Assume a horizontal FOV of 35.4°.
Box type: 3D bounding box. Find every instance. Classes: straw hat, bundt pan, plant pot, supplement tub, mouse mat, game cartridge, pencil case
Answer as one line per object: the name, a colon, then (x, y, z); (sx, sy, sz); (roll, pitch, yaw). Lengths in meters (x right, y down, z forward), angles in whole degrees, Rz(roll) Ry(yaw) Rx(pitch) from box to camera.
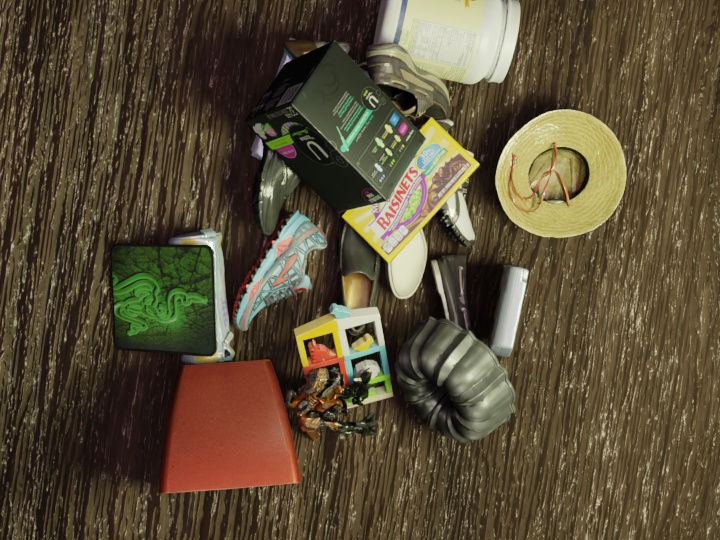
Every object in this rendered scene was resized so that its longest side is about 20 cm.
straw hat: (0.300, -0.147, 1.731); (0.197, 0.085, 0.205); (0, 93, 1)
bundt pan: (0.129, 0.172, 1.671); (0.076, 0.201, 0.203); (-39, 96, -30)
plant pot: (-0.193, 0.227, 1.662); (0.196, 0.200, 0.180); (-4, 82, -5)
supplement tub: (0.126, -0.360, 1.675); (0.196, 0.145, 0.148); (11, 92, -6)
mouse mat: (-0.293, 0.042, 1.672); (0.197, 0.007, 0.164); (1, 96, 31)
game cartridge: (0.218, 0.060, 1.678); (0.040, 0.200, 0.136); (8, 91, 6)
pencil case: (-0.237, 0.041, 1.690); (0.082, 0.090, 0.204); (-8, 92, -30)

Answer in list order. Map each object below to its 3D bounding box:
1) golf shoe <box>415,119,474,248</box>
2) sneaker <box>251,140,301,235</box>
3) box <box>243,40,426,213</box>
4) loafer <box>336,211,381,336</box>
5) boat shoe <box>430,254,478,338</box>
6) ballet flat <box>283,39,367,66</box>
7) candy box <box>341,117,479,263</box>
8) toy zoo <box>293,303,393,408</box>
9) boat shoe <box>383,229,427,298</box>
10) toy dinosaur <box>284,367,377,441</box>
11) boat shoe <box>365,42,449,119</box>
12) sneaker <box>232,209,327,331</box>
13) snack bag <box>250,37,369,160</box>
golf shoe: (0.143, -0.136, 1.722); (0.093, 0.078, 0.202); (-26, 96, -3)
sneaker: (-0.111, -0.150, 1.685); (0.089, 0.076, 0.204); (9, 98, -15)
box: (-0.035, -0.199, 1.608); (0.200, 0.148, 0.125); (43, 66, -23)
loafer: (0.000, 0.000, 1.718); (0.071, 0.072, 0.204); (-2, 93, -4)
boat shoe: (0.158, 0.074, 1.732); (0.056, 0.067, 0.204); (-14, 91, 2)
ballet flat: (-0.022, -0.291, 1.676); (0.200, 0.068, 0.072); (43, 114, -8)
candy box: (0.074, -0.119, 1.678); (0.102, 0.026, 0.200); (43, 96, 6)
toy zoo: (-0.025, 0.128, 1.694); (0.129, 0.021, 0.202); (-15, 128, -4)
boat shoe: (0.063, -0.061, 1.737); (0.066, 0.057, 0.204); (-3, 98, -17)
toy dinosaur: (-0.050, 0.197, 1.675); (0.133, 0.200, 0.104); (1, 78, -12)
boat shoe: (0.065, -0.259, 1.652); (0.074, 0.199, 0.075); (-1, 72, 36)
sneaker: (-0.120, 0.014, 1.706); (0.095, 0.079, 0.202); (32, 90, -8)
snack bag: (-0.048, -0.233, 1.728); (0.197, 0.021, 0.192); (19, 92, -6)
